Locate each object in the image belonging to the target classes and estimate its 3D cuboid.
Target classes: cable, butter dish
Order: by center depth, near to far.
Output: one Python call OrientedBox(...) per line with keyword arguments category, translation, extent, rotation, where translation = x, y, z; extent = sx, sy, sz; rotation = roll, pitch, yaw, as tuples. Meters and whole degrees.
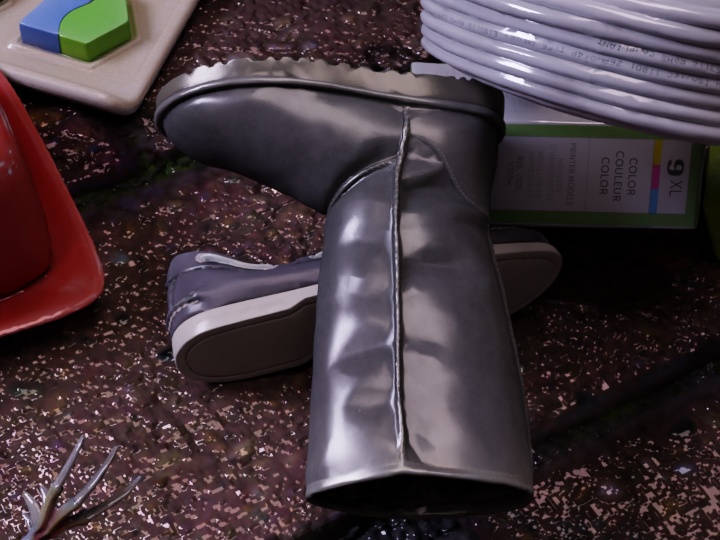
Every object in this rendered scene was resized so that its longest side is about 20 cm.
OrientedBox(category="cable", translation=(0.123, -0.112, 0.735), extent=(0.199, 0.070, 0.200), rotation=(15, 19, 10))
OrientedBox(category="butter dish", translation=(-0.245, -0.062, 0.757), extent=(0.198, 0.148, 0.200), rotation=(-19, 55, -21))

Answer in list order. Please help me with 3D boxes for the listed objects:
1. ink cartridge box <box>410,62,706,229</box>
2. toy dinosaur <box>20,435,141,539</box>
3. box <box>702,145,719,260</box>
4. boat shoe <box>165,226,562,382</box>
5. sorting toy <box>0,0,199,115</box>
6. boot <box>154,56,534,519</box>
OrientedBox(category="ink cartridge box", translation=(0.123, -0.067, 0.826), extent=(0.199, 0.060, 0.104), rotation=(0, 23, 1))
OrientedBox(category="toy dinosaur", translation=(-0.152, 0.154, 0.656), extent=(0.181, 0.105, 0.201), rotation=(26, 88, 0))
OrientedBox(category="box", translation=(0.289, -0.068, 0.845), extent=(0.199, 0.048, 0.122), rotation=(-4, 45, 21))
OrientedBox(category="boat shoe", translation=(0.000, 0.000, 0.783), extent=(0.199, 0.073, 0.063), rotation=(-12, 55, -10))
OrientedBox(category="sorting toy", translation=(-0.186, -0.184, 0.946), extent=(0.184, 0.037, 0.201), rotation=(16, 49, 8))
OrientedBox(category="boot", translation=(-0.011, 0.008, 0.707), extent=(0.181, 0.073, 0.201), rotation=(2, 71, 5))
